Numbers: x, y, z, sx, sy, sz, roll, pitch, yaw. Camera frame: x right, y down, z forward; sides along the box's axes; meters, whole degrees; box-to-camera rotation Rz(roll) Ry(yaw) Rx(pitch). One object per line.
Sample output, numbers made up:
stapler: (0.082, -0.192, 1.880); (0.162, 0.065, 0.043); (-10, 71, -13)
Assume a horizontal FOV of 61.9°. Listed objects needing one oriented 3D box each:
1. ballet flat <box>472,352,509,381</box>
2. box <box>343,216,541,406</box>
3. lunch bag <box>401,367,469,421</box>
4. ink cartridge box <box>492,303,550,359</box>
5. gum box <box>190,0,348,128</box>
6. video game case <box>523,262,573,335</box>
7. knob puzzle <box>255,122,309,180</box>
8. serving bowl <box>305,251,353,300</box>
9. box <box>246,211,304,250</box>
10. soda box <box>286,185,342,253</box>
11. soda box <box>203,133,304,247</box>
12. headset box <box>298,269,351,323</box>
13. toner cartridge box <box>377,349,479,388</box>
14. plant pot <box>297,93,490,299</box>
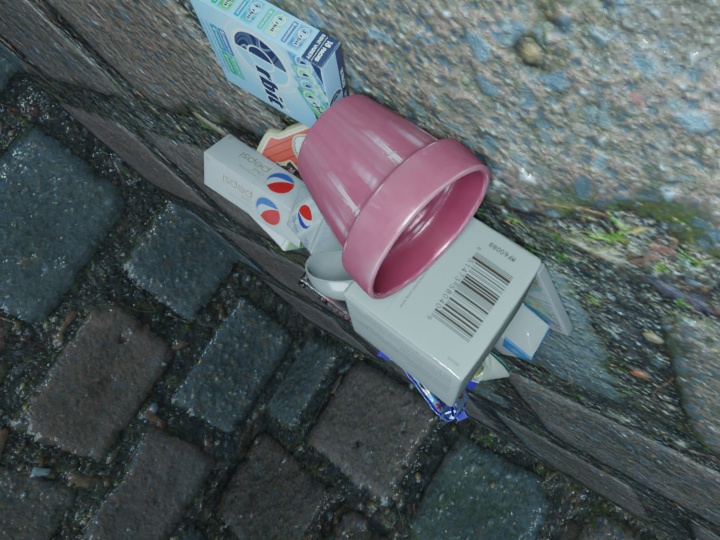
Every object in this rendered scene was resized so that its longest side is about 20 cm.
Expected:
ballet flat: (0.193, 0.150, 1.035); (0.069, 0.070, 0.200); (21, 162, 47)
box: (0.112, 0.041, 0.852); (0.198, 0.200, 0.172); (34, 164, 18)
lunch bag: (0.123, 0.165, 1.026); (0.204, 0.093, 0.150); (62, -166, 8)
ink cartridge box: (0.221, 0.087, 1.041); (0.115, 0.069, 0.200); (38, 169, -10)
gum box: (-0.106, -0.262, 0.758); (0.197, 0.045, 0.170); (32, 168, 12)
video game case: (0.235, 0.021, 0.959); (0.180, 0.022, 0.200); (25, 164, 42)
knob puzzle: (-0.091, -0.147, 0.965); (0.213, 0.031, 0.222); (9, 146, 6)
serving bowl: (0.000, 0.000, 1.090); (0.198, 0.197, 0.068); (20, 130, 50)
box: (-0.112, -0.102, 1.078); (0.144, 0.037, 0.198); (43, -151, 20)
soda box: (-0.005, -0.077, 0.857); (0.197, 0.064, 0.068); (-8, -136, -44)
soda box: (-0.151, -0.125, 0.933); (0.197, 0.064, 0.069); (33, 141, 13)
headset box: (-0.024, 0.024, 1.389); (0.198, 0.150, 0.075); (36, 168, -3)
toner cartridge box: (0.137, 0.145, 1.146); (0.195, 0.097, 0.043); (19, 153, -2)
plant pot: (0.025, -0.100, 0.712); (0.179, 0.199, 0.201); (46, 172, 17)
